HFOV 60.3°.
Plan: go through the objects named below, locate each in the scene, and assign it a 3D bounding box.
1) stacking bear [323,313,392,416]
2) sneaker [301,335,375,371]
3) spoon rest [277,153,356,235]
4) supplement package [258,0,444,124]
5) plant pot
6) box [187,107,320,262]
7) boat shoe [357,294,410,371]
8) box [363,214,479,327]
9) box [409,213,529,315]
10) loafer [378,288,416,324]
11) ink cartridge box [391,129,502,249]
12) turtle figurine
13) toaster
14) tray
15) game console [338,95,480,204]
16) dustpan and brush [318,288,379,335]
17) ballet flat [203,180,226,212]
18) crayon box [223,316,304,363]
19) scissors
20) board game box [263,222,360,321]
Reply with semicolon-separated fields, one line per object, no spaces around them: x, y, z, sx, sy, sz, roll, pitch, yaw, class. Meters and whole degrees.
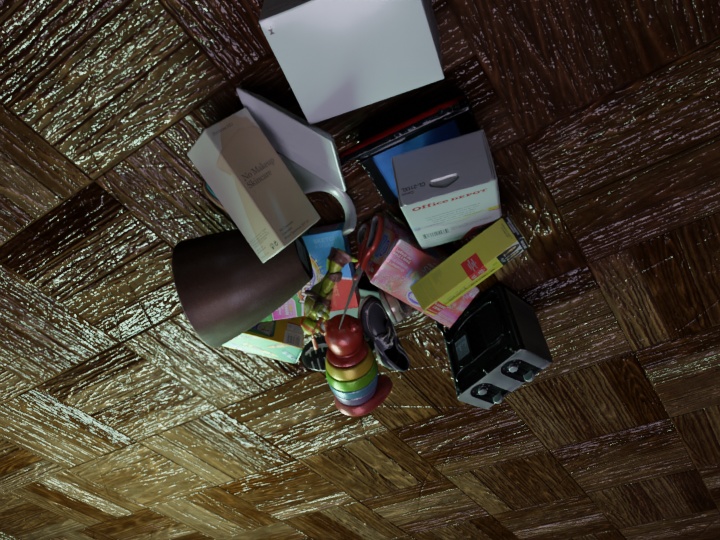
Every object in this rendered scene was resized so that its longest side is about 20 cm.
-0.019;0.170;1.194;0.118;0.114;0.205;9;131;27;stacking bear
-0.033;0.172;1.335;0.194;0.076;0.080;-15;164;13;sneaker
-0.088;-0.136;1.028;0.197;0.062;0.099;32;154;-20;spoon rest
-0.006;-0.310;0.798;0.194;0.113;0.157;-13;135;17;supplement package
-0.185;0.005;1.051;0.195;0.190;0.189;-21;135;6;plant pot
-0.160;-0.128;0.938;0.202;0.095;0.077;54;140;-7;box
0.053;0.128;1.229;0.062;0.073;0.203;24;149;41;boat shoe
0.105;0.003;1.116;0.197;0.103;0.096;29;108;-27;box
0.178;-0.006;1.016;0.198;0.051;0.075;-37;159;12;box
0.076;0.059;1.181;0.061;0.074;0.200;-26;170;3;loafer
0.139;-0.118;0.957;0.141;0.085;0.200;-14;161;11;ink cartridge box
-0.064;0.043;1.064;0.063;0.165;0.200;25;177;1;turtle figurine
0.262;0.149;1.235;0.117;0.204;0.181;27;125;-29;toaster
-0.096;-0.197;0.905;0.198;0.022;0.108;34;158;28;tray
0.087;-0.169;0.942;0.195;0.173;0.122;-21;101;22;game console
-0.049;0.086;1.276;0.135;0.058;0.203;10;130;-21;dustpan and brush
-0.177;-0.104;1.062;0.194;0.071;0.063;18;150;-15;ballet flat
-0.207;0.098;1.237;0.194;0.121;0.059;16;137;-15;crayon box
0.000;0.000;1.074;0.014;0.206;0.072;24;160;-31;scissors
-0.109;0.005;1.148;0.193;0.041;0.158;-9;111;11;board game box
